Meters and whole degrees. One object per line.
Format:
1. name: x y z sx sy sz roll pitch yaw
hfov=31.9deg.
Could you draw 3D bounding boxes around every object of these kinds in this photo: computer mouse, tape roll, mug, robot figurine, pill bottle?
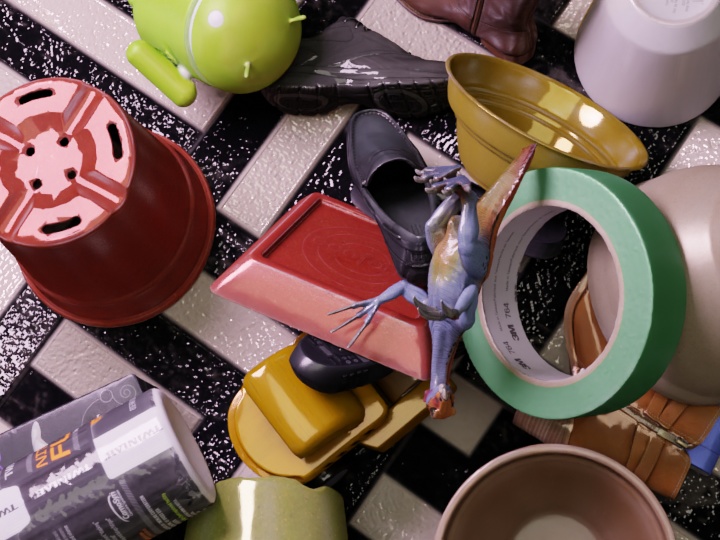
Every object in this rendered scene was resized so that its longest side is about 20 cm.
1. computer mouse: 0.023 0.071 1.056 0.059 0.199 0.034 42 126 41
2. tape roll: 0.164 0.018 1.013 0.200 0.048 0.201 1 91 47
3. mug: 0.262 -0.240 1.139 0.149 0.153 0.187 -34 75 -3
4. robot figurine: -0.134 -0.234 1.173 0.176 0.116 0.200 -50 46 -8
5. pill bottle: -0.224 0.184 0.996 0.200 0.106 0.106 -28 75 -3

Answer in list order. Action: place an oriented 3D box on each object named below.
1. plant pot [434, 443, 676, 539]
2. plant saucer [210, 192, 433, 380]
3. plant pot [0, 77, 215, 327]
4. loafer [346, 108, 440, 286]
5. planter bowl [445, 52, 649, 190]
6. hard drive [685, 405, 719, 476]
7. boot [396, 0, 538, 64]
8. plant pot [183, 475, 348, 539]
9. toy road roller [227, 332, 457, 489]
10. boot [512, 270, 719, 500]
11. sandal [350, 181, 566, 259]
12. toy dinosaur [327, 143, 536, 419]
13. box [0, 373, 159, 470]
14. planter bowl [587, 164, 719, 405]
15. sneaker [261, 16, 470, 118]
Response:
1. plant pot: 0.162 0.246 1.054 0.200 0.093 0.202 -1 82 9
2. plant saucer: 0.000 0.000 1.093 0.199 0.200 0.037 22 119 10
3. plant pot: -0.247 -0.066 1.123 0.200 0.195 0.202 -1 76 6
4. loafer: 0.032 -0.076 1.084 0.068 0.071 0.201 -16 50 -4
5. planter bowl: 0.150 -0.111 1.131 0.200 0.200 0.084 33 117 12
6. hard drive: 0.294 0.063 1.127 0.132 0.025 0.200 27 80 11
7. boot: 0.092 -0.282 1.140 0.186 0.200 0.064 32 81 12
8. plant pot: -0.079 0.275 1.038 0.200 0.201 0.185 -2 65 5
9. toy road roller: -0.021 0.102 1.085 0.200 0.146 0.123 -38 76 -4
10. boot: 0.239 0.083 1.078 0.154 0.074 0.201 25 92 15
11. sandal: 0.091 -0.063 1.153 0.199 0.043 0.076 12 35 1
12. toy dinosaur: 0.081 0.016 0.967 0.199 0.105 0.182 -16 108 -18
13. box: -0.255 0.190 1.105 0.199 0.106 0.123 -24 77 -1
14. planter bowl: 0.305 -0.003 1.020 0.200 0.135 0.201 7 70 -21
15. sneaker: 0.007 -0.198 1.196 0.199 0.076 0.091 4 71 5
